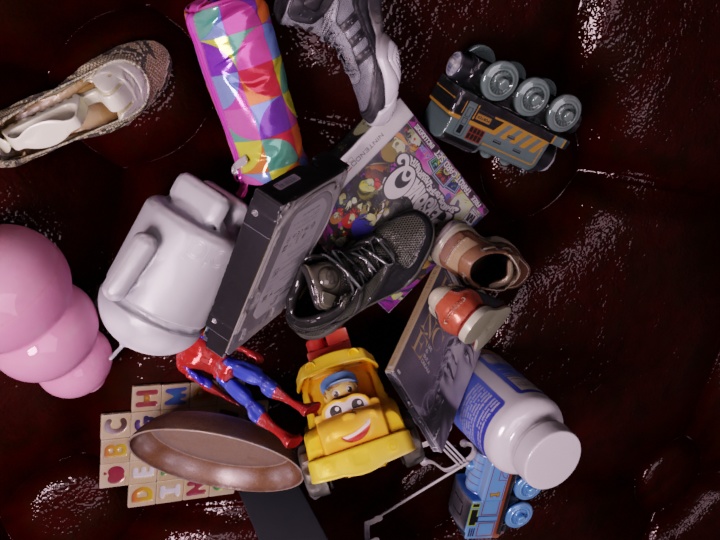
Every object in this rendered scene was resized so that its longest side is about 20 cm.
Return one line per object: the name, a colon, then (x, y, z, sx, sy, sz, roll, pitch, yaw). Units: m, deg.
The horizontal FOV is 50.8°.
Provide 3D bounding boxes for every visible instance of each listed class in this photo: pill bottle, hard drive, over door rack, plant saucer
pill bottle: (0.191, 0.193, 0.989, 0.112, 0.200, 0.112, -10, 115, -21)
hard drive: (-0.087, -0.016, 0.782, 0.140, 0.038, 0.200, -41, 162, -56)
over door rack: (0.039, 0.258, 1.027, 0.200, 0.067, 0.148, -41, 121, 3)
plant saucer: (-0.160, 0.204, 0.858, 0.200, 0.200, 0.035, 32, 53, -32)

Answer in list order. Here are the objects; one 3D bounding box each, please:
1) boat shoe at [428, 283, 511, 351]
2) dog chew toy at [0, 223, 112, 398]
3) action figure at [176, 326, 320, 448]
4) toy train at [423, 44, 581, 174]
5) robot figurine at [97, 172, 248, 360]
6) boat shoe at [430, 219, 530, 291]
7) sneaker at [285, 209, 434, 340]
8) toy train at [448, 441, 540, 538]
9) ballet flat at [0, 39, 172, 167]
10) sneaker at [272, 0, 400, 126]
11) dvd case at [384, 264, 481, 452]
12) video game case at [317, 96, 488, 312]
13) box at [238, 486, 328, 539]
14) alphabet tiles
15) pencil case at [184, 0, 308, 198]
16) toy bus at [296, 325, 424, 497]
boat shoe: (0.133, 0.054, 0.924, 0.071, 0.063, 0.200, -56, 160, 6)
dog chew toy: (-0.317, 0.051, 0.742, 0.124, 0.125, 0.200, -34, 130, -8)
action figure: (-0.136, 0.114, 0.819, 0.066, 0.200, 0.052, -63, 158, 9)
toy train: (0.169, -0.184, 0.893, 0.200, 0.085, 0.114, 16, 116, -32)
robot figurine: (-0.193, 0.003, 0.776, 0.200, 0.113, 0.170, -60, 157, 7)
boat shoe: (0.161, -0.002, 0.945, 0.200, 0.072, 0.076, 13, 114, -50)
sneaker: (0.000, 0.000, 0.826, 0.199, 0.114, 0.076, -35, 80, -2)
toy train: (0.202, 0.298, 1.108, 0.114, 0.087, 0.200, 3, 112, -20)
ballet flat: (-0.259, -0.149, 0.704, 0.200, 0.075, 0.068, -30, 120, -11)
sneaker: (-0.027, -0.242, 0.777, 0.114, 0.075, 0.201, -14, 111, -18)
dvd case: (0.101, 0.100, 0.944, 0.149, 0.016, 0.200, 60, 41, -31)
video game case: (0.033, -0.074, 0.897, 0.181, 0.036, 0.200, -44, 123, 0)
box: (-0.067, 0.360, 0.938, 0.079, 0.200, 0.141, -26, 119, -13)
alphabet tiles: (-0.212, 0.209, 0.920, 0.200, 0.006, 0.167, 0, 112, -25)
pencil case: (-0.112, -0.178, 0.758, 0.088, 0.088, 0.200, -21, 117, -16)
toy bus: (-0.017, 0.147, 0.875, 0.135, 0.200, 0.192, -16, 80, -3)
